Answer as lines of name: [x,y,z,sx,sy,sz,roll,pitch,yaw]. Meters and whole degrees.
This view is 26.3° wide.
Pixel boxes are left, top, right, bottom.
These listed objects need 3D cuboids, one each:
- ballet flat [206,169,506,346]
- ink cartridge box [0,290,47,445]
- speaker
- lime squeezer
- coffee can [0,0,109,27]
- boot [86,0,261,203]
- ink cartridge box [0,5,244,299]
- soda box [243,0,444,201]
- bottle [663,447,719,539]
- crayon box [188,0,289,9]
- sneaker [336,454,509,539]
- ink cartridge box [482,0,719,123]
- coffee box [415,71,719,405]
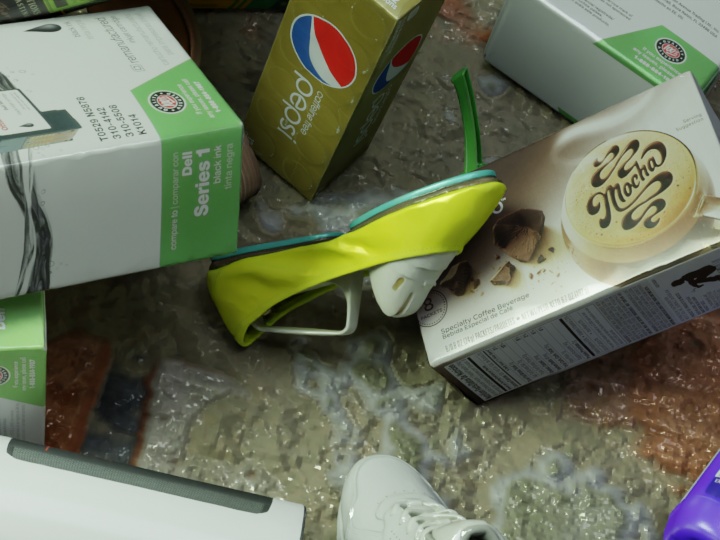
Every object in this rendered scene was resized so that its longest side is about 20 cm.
ballet flat: [0.000,0.000,0.892,0.067,0.199,0.067,0,75,-63]
ink cartridge box: [-0.269,0.048,0.819,0.199,0.117,0.068,-2,56,-14]
speaker: [-0.133,0.141,0.812,0.199,0.081,0.082,13,56,-3]
lime squeezer: [0.107,-0.043,0.994,0.200,0.070,0.038,46,28,-16]
coffee can: [-0.134,-0.227,0.858,0.199,0.147,0.147,-17,61,-3]
boot: [-0.165,-0.102,0.940,0.154,0.074,0.201,-26,82,-32]
ink cartridge box: [-0.180,-0.061,0.805,0.199,0.085,0.146,-12,39,-26]
soda box: [-0.011,-0.129,0.936,0.068,0.200,0.064,41,59,7]
bottle: [0.261,0.113,0.922,0.083,0.065,0.200,37,58,12]
crayon box: [-0.095,-0.254,0.999,0.126,0.200,0.051,-2,56,-13]
sneaker: [0.048,0.154,0.811,0.077,0.100,0.200,-6,38,-24]
ink cartridge box: [0.204,-0.190,1.091,0.145,0.084,0.200,36,58,9]
coffee box: [0.129,-0.015,0.907,0.199,0.080,0.114,-23,59,17]
